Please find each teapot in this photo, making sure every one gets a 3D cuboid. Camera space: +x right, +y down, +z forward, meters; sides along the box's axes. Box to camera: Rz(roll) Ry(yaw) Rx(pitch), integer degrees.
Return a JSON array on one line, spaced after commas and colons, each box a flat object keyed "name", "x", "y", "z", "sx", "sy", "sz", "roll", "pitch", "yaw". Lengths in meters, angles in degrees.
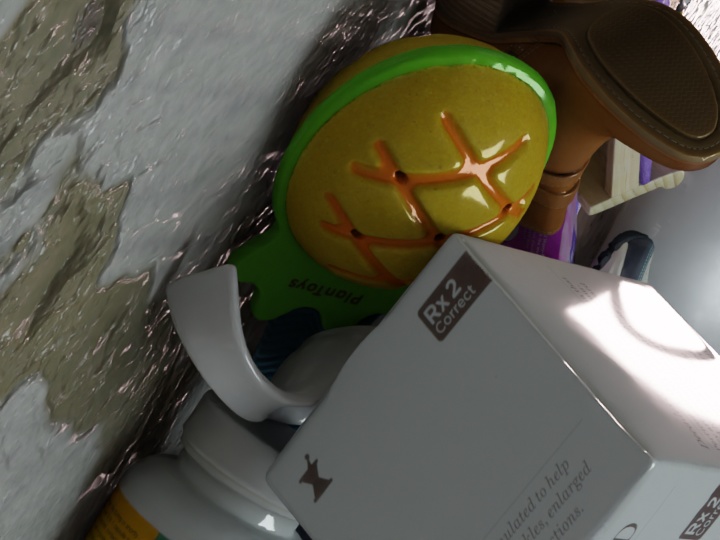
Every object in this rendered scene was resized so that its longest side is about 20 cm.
[{"name": "teapot", "x": 0.215, "y": -0.010, "z": 1.736, "sx": 0.200, "sy": 0.145, "sz": 0.198, "roll": 127, "pitch": -12, "yaw": -72}]

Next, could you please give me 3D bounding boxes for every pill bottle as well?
[{"name": "pill bottle", "x": -0.096, "y": 0.168, "z": 1.440, "sx": 0.201, "sy": 0.112, "sz": 0.113, "roll": -58, "pitch": 165, "yaw": 7}]

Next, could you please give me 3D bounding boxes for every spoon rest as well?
[{"name": "spoon rest", "x": -0.027, "y": 0.053, "z": 1.392, "sx": 0.200, "sy": 0.099, "sz": 0.061, "roll": 27, "pitch": 53, "yaw": -55}]

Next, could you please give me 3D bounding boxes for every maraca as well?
[{"name": "maraca", "x": 0.016, "y": -0.038, "z": 1.374, "sx": 0.136, "sy": 0.107, "sz": 0.200, "roll": 15, "pitch": 130, "yaw": -29}]

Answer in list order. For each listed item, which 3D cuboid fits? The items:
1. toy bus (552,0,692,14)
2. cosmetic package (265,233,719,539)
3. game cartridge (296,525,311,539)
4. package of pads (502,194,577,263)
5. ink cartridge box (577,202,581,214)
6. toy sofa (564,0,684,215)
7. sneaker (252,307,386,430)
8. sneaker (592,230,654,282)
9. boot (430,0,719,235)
[{"name": "toy bus", "x": 0.150, "y": -0.144, "z": 1.663, "sx": 0.078, "sy": 0.065, "sz": 0.201, "roll": -40, "pitch": 158, "yaw": -48}, {"name": "cosmetic package", "x": 0.097, "y": 0.105, "z": 1.371, "sx": 0.200, "sy": 0.165, "sz": 0.165, "roll": 11, "pitch": 122, "yaw": -53}, {"name": "game cartridge", "x": 0.009, "y": 0.150, "z": 1.599, "sx": 0.133, "sy": 0.040, "sz": 0.200, "roll": -41, "pitch": 148, "yaw": -4}, {"name": "package of pads", "x": 0.082, "y": 0.015, "z": 1.586, "sx": 0.200, "sy": 0.075, "sz": 0.121, "roll": 84, "pitch": 16, "yaw": -66}, {"name": "ink cartridge box", "x": 0.189, "y": 0.057, "z": 1.862, "sx": 0.043, "sy": 0.200, "sz": 0.199, "roll": -34, "pitch": -152, "yaw": 41}, {"name": "toy sofa", "x": 0.151, "y": -0.134, "z": 1.532, "sx": 0.097, "sy": 0.083, "sz": 0.201, "roll": -22, "pitch": 143, "yaw": -15}, {"name": "sneaker", "x": 0.000, "y": 0.000, "z": 1.494, "sx": 0.201, "sy": 0.076, "sz": 0.081, "roll": -59, "pitch": 176, "yaw": 31}, {"name": "sneaker", "x": 0.156, "y": 0.077, "z": 1.617, "sx": 0.078, "sy": 0.086, "sz": 0.201, "roll": -41, "pitch": 143, "yaw": -78}, {"name": "boot", "x": 0.105, "y": -0.072, "z": 1.414, "sx": 0.077, "sy": 0.200, "sz": 0.156, "roll": -30, "pitch": 145, "yaw": -35}]
